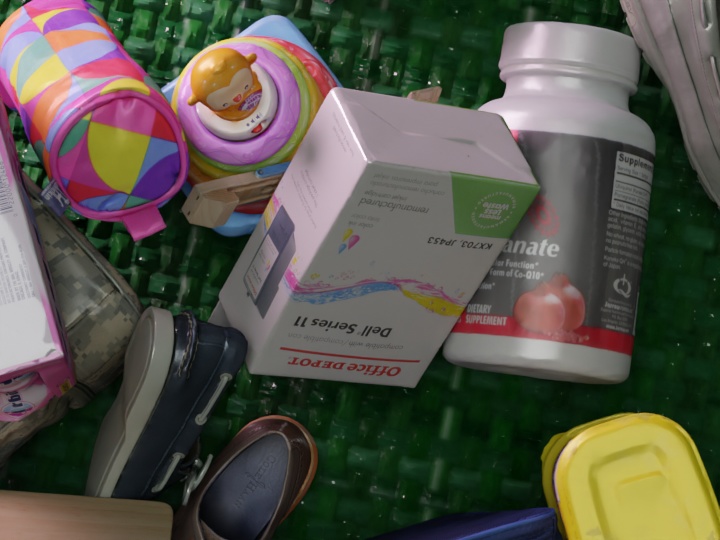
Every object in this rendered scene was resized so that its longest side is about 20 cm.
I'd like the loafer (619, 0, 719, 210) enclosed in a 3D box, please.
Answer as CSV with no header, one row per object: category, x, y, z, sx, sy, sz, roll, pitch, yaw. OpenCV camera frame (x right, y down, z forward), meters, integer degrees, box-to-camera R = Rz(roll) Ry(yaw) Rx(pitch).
loafer,0.219,-0.102,1.292,0.070,0.070,0.200,-16,113,38

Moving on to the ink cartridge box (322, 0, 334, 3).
ink cartridge box,-0.078,-0.258,1.313,0.200,0.146,0.084,34,85,5

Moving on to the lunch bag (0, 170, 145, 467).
lunch bag,-0.242,0.019,1.298,0.168,0.139,0.200,-42,85,-8

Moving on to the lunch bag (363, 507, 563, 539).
lunch bag,0.040,0.212,1.239,0.136,0.200,0.132,-13,87,-17

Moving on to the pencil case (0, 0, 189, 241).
pencil case,-0.158,-0.092,1.281,0.088,0.200,0.088,-8,117,-15

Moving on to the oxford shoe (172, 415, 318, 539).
oxford shoe,-0.097,0.171,1.309,0.071,0.073,0.200,29,87,5

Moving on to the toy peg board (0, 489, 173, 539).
toy peg board,-0.210,0.223,1.206,0.200,0.199,0.098,5,129,-3

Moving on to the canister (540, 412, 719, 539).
canister,0.156,0.152,1.232,0.086,0.200,0.149,-17,84,2

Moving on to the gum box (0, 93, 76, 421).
gum box,-0.206,-0.022,1.177,0.066,0.114,0.200,-16,81,-5

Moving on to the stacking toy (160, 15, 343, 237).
stacking toy,-0.067,-0.094,1.269,0.116,0.200,0.110,-35,83,-1

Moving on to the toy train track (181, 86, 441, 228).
toy train track,-0.011,-0.050,1.282,0.200,0.115,0.033,-15,63,-37

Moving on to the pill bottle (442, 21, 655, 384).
pill bottle,0.113,-0.038,1.298,0.111,0.111,0.200,7,85,4

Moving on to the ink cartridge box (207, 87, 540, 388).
ink cartridge box,0.000,0.000,1.252,0.117,0.200,0.067,6,40,-31

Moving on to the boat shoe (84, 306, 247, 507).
boat shoe,-0.116,0.095,1.280,0.062,0.200,0.075,11,42,-16
